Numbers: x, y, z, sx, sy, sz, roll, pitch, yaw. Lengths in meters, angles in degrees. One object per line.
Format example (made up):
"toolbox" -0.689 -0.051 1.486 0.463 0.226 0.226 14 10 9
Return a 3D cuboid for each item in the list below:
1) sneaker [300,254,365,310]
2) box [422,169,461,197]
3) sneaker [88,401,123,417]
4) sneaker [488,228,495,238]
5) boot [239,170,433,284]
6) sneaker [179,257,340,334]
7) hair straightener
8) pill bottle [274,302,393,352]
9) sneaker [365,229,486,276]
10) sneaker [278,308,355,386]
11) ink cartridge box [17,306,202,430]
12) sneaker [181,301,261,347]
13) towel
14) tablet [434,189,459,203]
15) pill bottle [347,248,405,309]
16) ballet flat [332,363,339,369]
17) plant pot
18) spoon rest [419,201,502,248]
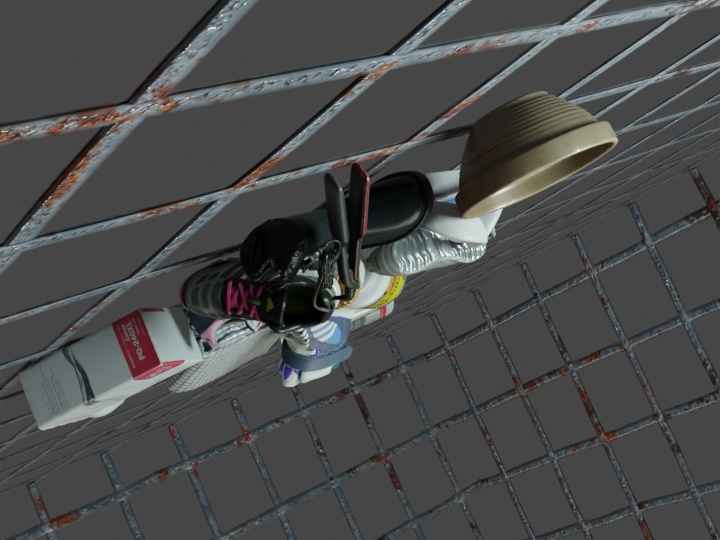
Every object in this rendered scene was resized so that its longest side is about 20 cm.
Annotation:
"sneaker" -0.085 0.011 1.562 0.197 0.076 0.088 -1 -147 18
"box" 0.058 -0.086 1.618 0.143 0.037 0.199 -30 171 30
"sneaker" -0.379 0.171 1.807 0.115 0.075 0.199 -24 173 22
"sneaker" 0.170 -0.078 1.839 0.076 0.090 0.199 -27 173 24
"boot" -0.028 -0.048 1.402 0.198 0.077 0.168 -22 180 31
"sneaker" -0.117 0.032 1.444 0.197 0.075 0.088 4 -167 -10
"hair straightener" -0.034 -0.026 1.334 0.076 0.041 0.202 -20 140 -25
"pill bottle" -0.055 0.056 1.950 0.198 0.112 0.111 -23 173 -16
"sneaker" 0.087 -0.037 1.602 0.198 0.076 0.081 -11 179 -42
"sneaker" -0.087 0.103 1.744 0.199 0.080 0.148 16 98 -60
"ink cartridge box" -0.332 0.128 1.604 0.198 0.084 0.145 -26 173 12
"sneaker" -0.136 0.036 1.627 0.198 0.083 0.070 -24 172 -9
"towel" -0.198 0.088 1.794 0.199 0.086 0.166 -27 168 -36
"tablet" 0.126 -0.090 1.623 0.199 0.014 0.130 -21 171 -42
"pill bottle" 0.000 0.000 1.728 0.108 0.110 0.200 -26 173 10
"ballet flat" -0.050 0.086 2.047 0.072 0.072 0.202 -32 -148 46
"plant pot" 0.190 -0.144 1.399 0.199 0.094 0.201 -24 173 -3
"spoon rest" 0.128 -0.055 1.518 0.098 0.062 0.199 17 -165 22
